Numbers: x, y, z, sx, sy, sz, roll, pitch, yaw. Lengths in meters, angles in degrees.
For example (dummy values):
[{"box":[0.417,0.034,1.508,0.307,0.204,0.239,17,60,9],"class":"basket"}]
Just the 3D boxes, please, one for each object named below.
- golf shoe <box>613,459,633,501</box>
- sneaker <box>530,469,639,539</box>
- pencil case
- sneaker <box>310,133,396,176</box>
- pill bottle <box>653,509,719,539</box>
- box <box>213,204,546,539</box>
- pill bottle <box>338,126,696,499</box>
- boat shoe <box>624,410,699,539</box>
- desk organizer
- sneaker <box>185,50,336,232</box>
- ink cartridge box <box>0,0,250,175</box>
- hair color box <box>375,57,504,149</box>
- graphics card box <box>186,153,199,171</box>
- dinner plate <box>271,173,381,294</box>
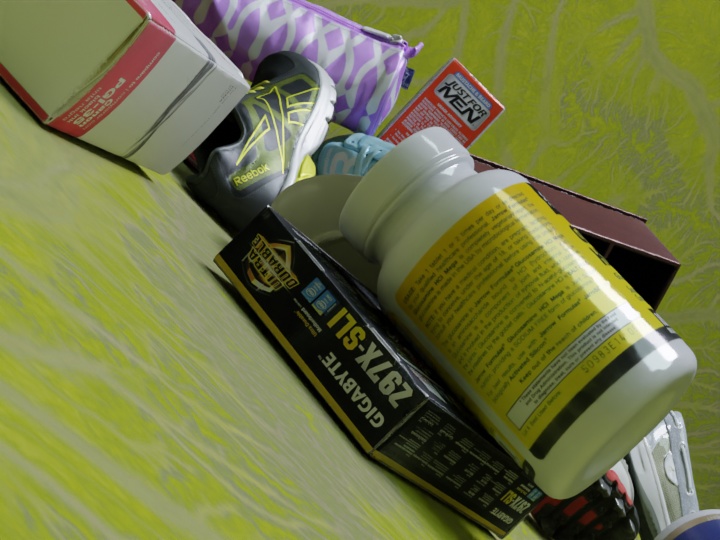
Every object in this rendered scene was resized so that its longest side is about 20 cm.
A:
[{"box":[0.148,0.159,1.444,0.200,0.078,0.098,40,26,-29],"class":"golf shoe"},{"box":[0.130,0.125,1.328,0.200,0.071,0.098,44,23,-17],"class":"sneaker"},{"box":[-0.054,-0.177,1.414,0.198,0.086,0.084,24,33,-3],"class":"pencil case"},{"box":[0.010,-0.062,1.351,0.081,0.075,0.200,14,1,-18],"class":"sneaker"},{"box":[0.291,0.269,1.352,0.111,0.111,0.200,43,4,-26],"class":"pill bottle"},{"box":[0.016,0.062,1.054,0.160,0.049,0.200,51,6,31],"class":"box"},{"box":[0.082,0.019,1.023,0.200,0.112,0.112,48,4,17],"class":"pill bottle"},{"box":[0.267,0.219,1.521,0.074,0.064,0.204,115,-44,-76],"class":"boat shoe"},{"box":[0.139,-0.022,1.404,0.198,0.072,0.077,18,21,-26],"class":"desk organizer"},{"box":[-0.071,-0.102,1.280,0.084,0.074,0.201,36,31,-23],"class":"sneaker"},{"box":[-0.158,-0.141,1.036,0.147,0.083,0.200,46,4,12],"class":"ink cartridge box"},{"box":[0.027,-0.081,1.511,0.064,0.200,0.111,44,3,-2],"class":"hair color box"},{"box":[-0.128,-0.125,1.438,0.125,0.051,0.200,46,3,7],"class":"graphics card box"},{"box":[0.026,0.014,1.175,0.198,0.024,0.201,20,-32,13],"class":"dinner plate"}]
